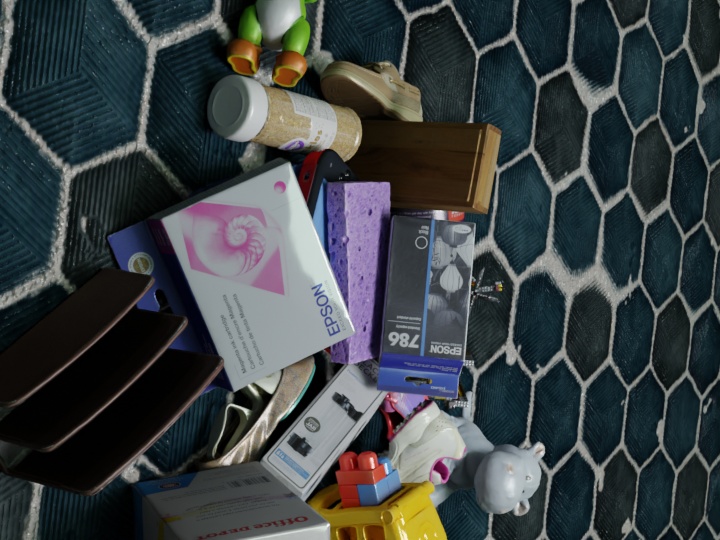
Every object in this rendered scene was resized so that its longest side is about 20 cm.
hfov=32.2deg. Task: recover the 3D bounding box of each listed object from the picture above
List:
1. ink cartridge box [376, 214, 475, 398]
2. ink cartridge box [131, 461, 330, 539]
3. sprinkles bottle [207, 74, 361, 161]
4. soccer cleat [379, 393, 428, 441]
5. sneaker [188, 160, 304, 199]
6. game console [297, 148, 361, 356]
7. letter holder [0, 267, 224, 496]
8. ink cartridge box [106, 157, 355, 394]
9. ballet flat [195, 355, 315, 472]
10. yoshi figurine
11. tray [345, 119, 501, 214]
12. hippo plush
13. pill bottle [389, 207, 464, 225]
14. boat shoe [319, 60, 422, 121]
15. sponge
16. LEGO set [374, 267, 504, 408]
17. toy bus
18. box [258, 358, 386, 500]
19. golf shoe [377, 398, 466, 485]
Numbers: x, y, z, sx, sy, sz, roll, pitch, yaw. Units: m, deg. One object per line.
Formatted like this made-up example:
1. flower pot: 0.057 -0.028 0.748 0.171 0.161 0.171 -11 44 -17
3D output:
1. ink cartridge box: 0.075 0.042 1.423 0.039 0.098 0.203 120 -25 -84
2. ink cartridge box: -0.132 0.299 1.249 0.145 0.200 0.147 -6 101 -23
3. sprinkles bottle: -0.081 -0.167 1.390 0.199 0.068 0.069 6 90 -53
4. soccer cleat: 0.038 0.134 1.596 0.077 0.066 0.201 -47 132 -32
5. sneaker: -0.107 -0.069 1.369 0.199 0.070 0.079 -22 105 -50
6. game console: -0.031 -0.017 1.407 0.177 0.031 0.202 42 56 -50
7. letter holder: -0.241 0.100 1.159 0.200 0.141 0.101 -46 129 -38
8. ink cartridge box: -0.128 0.016 1.269 0.198 0.043 0.198 -26 107 -12
9. ballet flat: -0.119 0.158 1.395 0.067 0.068 0.201 44 57 -21
10. yoshi figurine: -0.078 -0.311 1.346 0.112 0.111 0.202 30 69 -43
11. tray: 0.067 -0.126 1.482 0.037 0.198 0.100 17 82 -51
12. hippo plush: 0.151 0.276 1.654 0.200 0.160 0.161 -4 117 -67
13. pill bottle: 0.077 -0.056 1.577 0.111 0.110 0.203 -18 109 -50
14. boat shoe: 0.014 -0.221 1.513 0.199 0.070 0.065 23 71 -60
15. sponge: 0.000 0.000 1.413 0.111 0.029 0.203 -11 102 -63
16. LEGO set: 0.076 0.077 1.487 0.116 0.152 0.203 -101 -154 -78
17. toy bus: -0.001 0.307 1.478 0.135 0.198 0.194 -24 100 -54
18. box: -0.048 0.195 1.445 0.200 0.060 0.117 -47 171 -39
19. golf shoe: 0.053 0.254 1.543 0.201 0.091 0.075 -53 174 28
